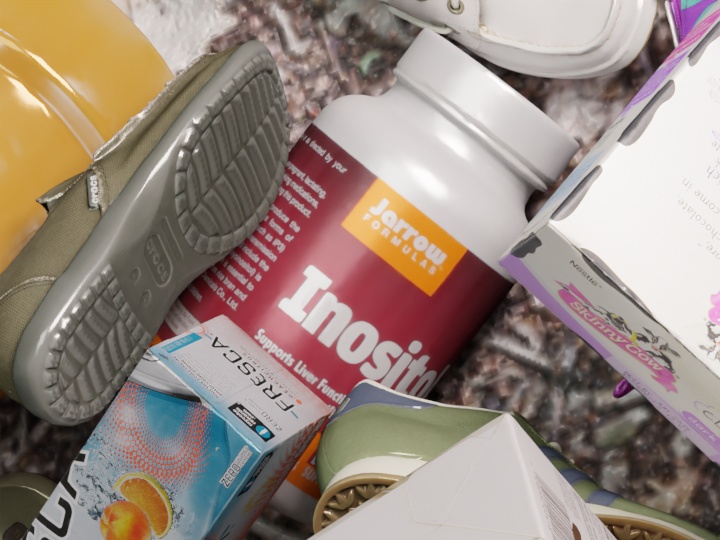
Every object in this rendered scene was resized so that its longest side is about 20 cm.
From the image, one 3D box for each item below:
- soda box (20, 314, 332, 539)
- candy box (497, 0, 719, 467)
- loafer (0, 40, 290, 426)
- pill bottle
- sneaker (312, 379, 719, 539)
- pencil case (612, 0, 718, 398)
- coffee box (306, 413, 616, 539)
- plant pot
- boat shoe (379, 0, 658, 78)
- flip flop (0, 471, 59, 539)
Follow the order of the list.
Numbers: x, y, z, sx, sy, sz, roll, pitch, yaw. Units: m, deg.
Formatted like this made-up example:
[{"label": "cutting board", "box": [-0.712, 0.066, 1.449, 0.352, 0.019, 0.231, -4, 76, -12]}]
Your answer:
[{"label": "soda box", "box": [-0.097, 0.116, 1.078, 0.064, 0.068, 0.200, 40, 114, 12]}, {"label": "candy box", "box": [0.180, -0.024, 1.019, 0.168, 0.072, 0.200, 43, 72, -3]}, {"label": "loafer", "box": [-0.096, -0.025, 1.069, 0.069, 0.075, 0.200, 12, 46, 29]}, {"label": "pill bottle", "box": [0.000, 0.000, 1.143, 0.113, 0.113, 0.200, 39, 93, 28]}, {"label": "sneaker", "box": [0.075, 0.094, 1.081, 0.090, 0.199, 0.067, -95, 27, -57]}, {"label": "pencil case", "box": [0.160, -0.041, 1.100, 0.092, 0.085, 0.201, 6, 76, 5]}, {"label": "coffee box", "box": [0.069, 0.166, 1.013, 0.114, 0.200, 0.080, -32, 32, 12]}, {"label": "plant pot", "box": [-0.194, -0.015, 1.146, 0.200, 0.201, 0.183, 12, 43, 26]}, {"label": "boat shoe", "box": [0.038, -0.135, 1.170, 0.200, 0.069, 0.071, 23, 98, 38]}, {"label": "flip flop", "box": [-0.117, 0.173, 1.173, 0.081, 0.058, 0.200, -38, 72, 9]}]
